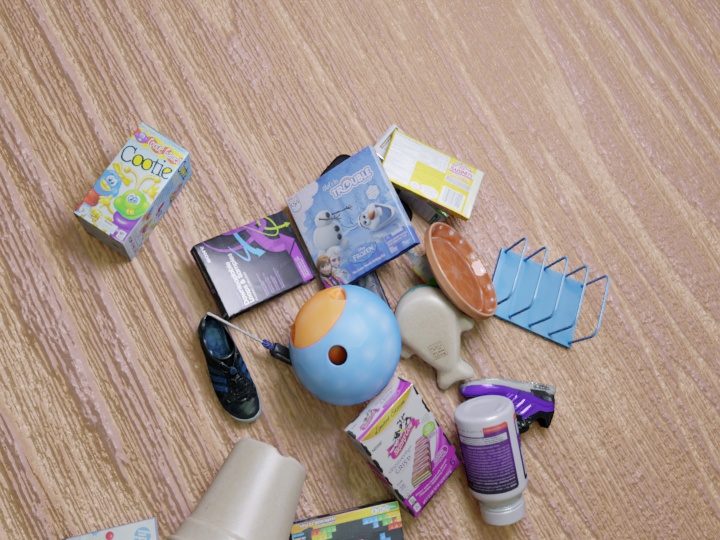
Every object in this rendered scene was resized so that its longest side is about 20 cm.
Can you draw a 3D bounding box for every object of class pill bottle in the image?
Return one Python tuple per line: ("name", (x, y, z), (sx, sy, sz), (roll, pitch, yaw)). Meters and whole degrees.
("pill bottle", (0.237, 0.339, 1.161), (0.109, 0.111, 0.206), (-15, 98, -15))

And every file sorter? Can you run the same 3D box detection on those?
("file sorter", (0.367, 0.041, 1.277), (0.195, 0.123, 0.142), (23, 71, -5))

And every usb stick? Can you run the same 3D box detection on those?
("usb stick", (0.000, 0.000, 1.254), (0.054, 0.033, 0.204), (-22, 81, -3))

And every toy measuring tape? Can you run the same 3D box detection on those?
("toy measuring tape", (0.122, -0.024, 1.260), (0.200, 0.073, 0.074), (45, 71, -10))

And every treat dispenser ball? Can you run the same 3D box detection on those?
("treat dispenser ball", (-0.026, 0.128, 1.126), (0.195, 0.201, 0.207), (3, 75, -11))

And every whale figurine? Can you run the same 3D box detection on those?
("whale figurine", (0.143, 0.120, 1.228), (0.156, 0.104, 0.203), (-27, 103, 15))

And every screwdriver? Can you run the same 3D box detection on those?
("screwdriver", (-0.184, 0.118, 1.144), (0.199, 0.029, 0.028), (38, 44, -31))

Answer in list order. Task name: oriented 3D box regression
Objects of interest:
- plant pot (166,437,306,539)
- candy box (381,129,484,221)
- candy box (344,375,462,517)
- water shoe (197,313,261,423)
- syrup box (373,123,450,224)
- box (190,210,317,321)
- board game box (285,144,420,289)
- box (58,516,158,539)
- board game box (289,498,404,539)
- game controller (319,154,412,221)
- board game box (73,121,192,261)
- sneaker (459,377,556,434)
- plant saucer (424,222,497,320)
("plant pot", (-0.179, 0.384, 1.045), (0.197, 0.201, 0.187), (27, 61, -4))
("candy box", (0.135, -0.182, 1.250), (0.196, 0.026, 0.104), (25, 71, -5))
("candy box", (0.078, 0.307, 1.134), (0.136, 0.061, 0.202), (-43, 115, -19))
("water shoe", (-0.234, 0.172, 1.133), (0.070, 0.079, 0.203), (-27, 83, -17))
("syrup box", (0.109, -0.188, 1.302), (0.199, 0.079, 0.082), (40, 72, 0))
("box", (-0.192, -0.012, 1.186), (0.197, 0.036, 0.145), (-26, 83, -33))
("board game box", (-0.017, -0.092, 1.215), (0.197, 0.043, 0.203), (-30, 80, 18))
("box", (-0.415, 0.497, 1.030), (0.194, 0.041, 0.161), (-8, 78, -15))
("board game box", (-0.018, 0.498, 1.109), (0.194, 0.057, 0.170), (-8, 76, -14))
("game controller", (0.011, -0.141, 1.288), (0.199, 0.042, 0.105), (40, 71, -1))
("board game box", (-0.401, -0.140, 1.164), (0.102, 0.105, 0.203), (31, 71, -2))
("sneaker", (0.281, 0.260, 1.230), (0.194, 0.070, 0.103), (8, 76, -10))
("plant saucer", (0.184, 0.003, 1.217), (0.199, 0.032, 0.203), (38, 32, -29))
